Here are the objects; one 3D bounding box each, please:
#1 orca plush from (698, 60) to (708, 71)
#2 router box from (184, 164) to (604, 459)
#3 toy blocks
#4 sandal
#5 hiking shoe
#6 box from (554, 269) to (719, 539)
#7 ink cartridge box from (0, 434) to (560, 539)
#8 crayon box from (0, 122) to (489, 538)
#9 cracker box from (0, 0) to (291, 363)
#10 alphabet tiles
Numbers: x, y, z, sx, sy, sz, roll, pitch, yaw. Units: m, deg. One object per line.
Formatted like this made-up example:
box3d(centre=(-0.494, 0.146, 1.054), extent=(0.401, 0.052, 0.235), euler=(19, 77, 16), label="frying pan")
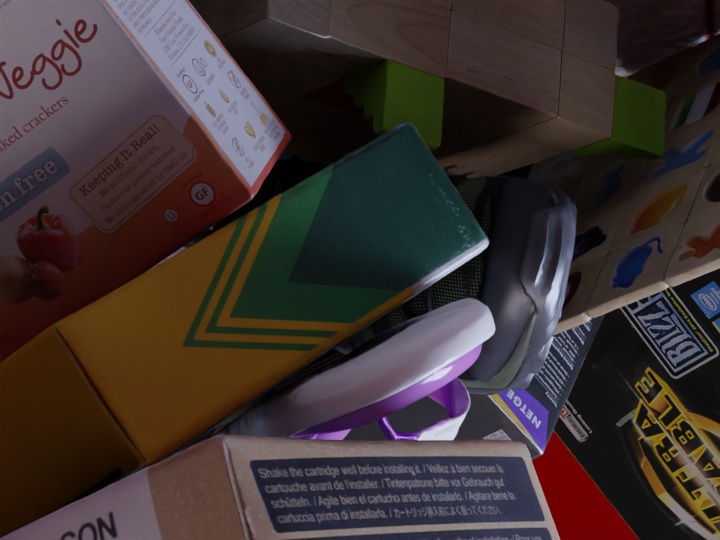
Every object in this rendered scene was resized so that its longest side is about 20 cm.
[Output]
box3d(centre=(0.179, 0.013, 1.163), extent=(0.071, 0.105, 0.200), euler=(-43, 112, 3), label="orca plush")
box3d(centre=(0.011, 0.037, 1.205), extent=(0.200, 0.157, 0.052), euler=(-27, 114, 41), label="router box")
box3d(centre=(-0.009, -0.076, 1.071), extent=(0.200, 0.100, 0.137), euler=(16, 159, -33), label="toy blocks")
box3d(centre=(0.004, 0.050, 0.971), extent=(0.082, 0.050, 0.203), euler=(-29, 179, -14), label="sandal")
box3d(centre=(0.000, 0.000, 1.045), extent=(0.100, 0.076, 0.200), euler=(12, 171, -23), label="hiking shoe")
box3d(centre=(0.165, 0.069, 1.264), extent=(0.049, 0.200, 0.160), euler=(-39, -178, -40), label="box")
box3d(centre=(-0.059, 0.115, 0.869), extent=(0.200, 0.075, 0.165), euler=(-26, 163, 28), label="ink cartridge box")
box3d(centre=(-0.066, 0.033, 0.934), extent=(0.200, 0.052, 0.126), euler=(-33, 179, -44), label="crayon box")
box3d(centre=(-0.136, -0.074, 0.924), extent=(0.134, 0.058, 0.200), euler=(-34, 101, 23), label="cracker box")
box3d(centre=(0.128, -0.045, 1.066), extent=(0.200, 0.167, 0.006), euler=(-24, 116, 35), label="alphabet tiles")
